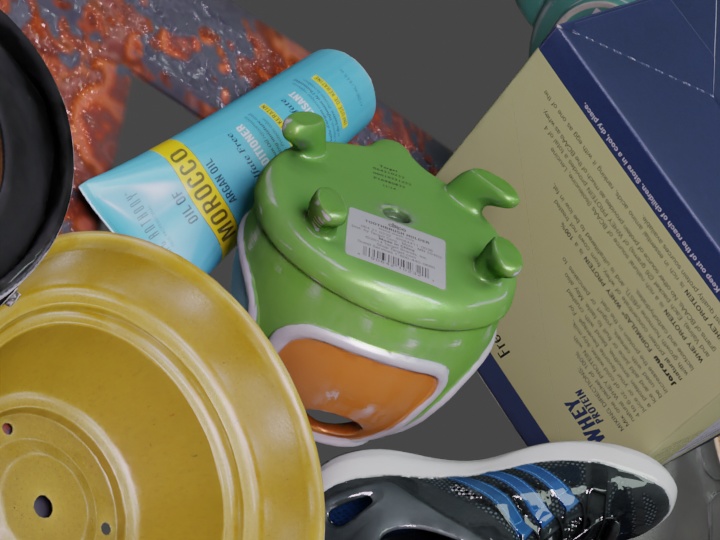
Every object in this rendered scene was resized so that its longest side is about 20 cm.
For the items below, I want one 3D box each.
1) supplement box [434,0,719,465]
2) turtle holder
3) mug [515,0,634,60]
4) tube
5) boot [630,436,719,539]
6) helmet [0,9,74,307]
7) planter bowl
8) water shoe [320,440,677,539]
[{"bbox_3d":[0.155,-0.012,0.995,0.134,0.200,0.200,-21,70,-38],"label":"supplement box"},{"bbox_3d":[-0.008,0.001,0.912,0.141,0.132,0.186,4,32,-34],"label":"turtle holder"},{"bbox_3d":[0.174,-0.138,1.202,0.114,0.185,0.153,-15,106,-49],"label":"mug"},{"bbox_3d":[-0.064,-0.055,0.952,0.078,0.050,0.200,53,44,-6],"label":"tube"},{"bbox_3d":[0.163,0.106,1.098,0.138,0.077,0.200,-30,92,-47],"label":"boot"},{"bbox_3d":[-0.210,-0.042,0.652,0.191,0.199,0.201,74,6,-70],"label":"helmet"},{"bbox_3d":[-0.114,0.091,0.775,0.200,0.083,0.201,27,50,-37],"label":"planter bowl"},{"bbox_3d":[0.069,0.137,0.918,0.199,0.072,0.079,-1,42,-13],"label":"water shoe"}]
